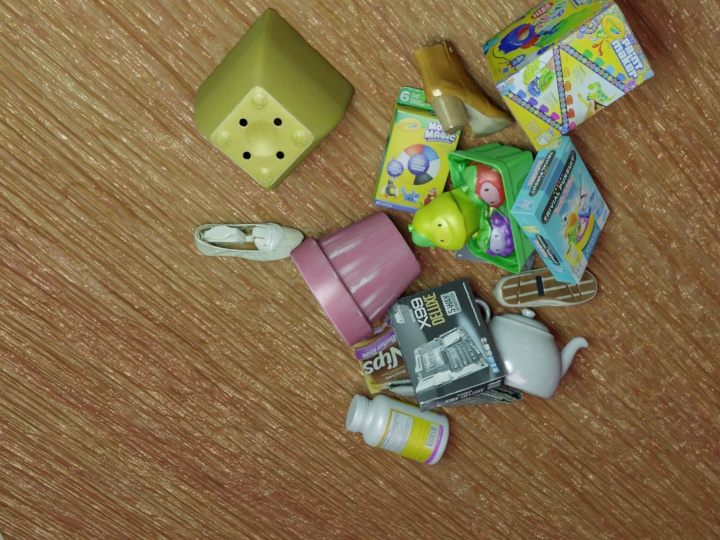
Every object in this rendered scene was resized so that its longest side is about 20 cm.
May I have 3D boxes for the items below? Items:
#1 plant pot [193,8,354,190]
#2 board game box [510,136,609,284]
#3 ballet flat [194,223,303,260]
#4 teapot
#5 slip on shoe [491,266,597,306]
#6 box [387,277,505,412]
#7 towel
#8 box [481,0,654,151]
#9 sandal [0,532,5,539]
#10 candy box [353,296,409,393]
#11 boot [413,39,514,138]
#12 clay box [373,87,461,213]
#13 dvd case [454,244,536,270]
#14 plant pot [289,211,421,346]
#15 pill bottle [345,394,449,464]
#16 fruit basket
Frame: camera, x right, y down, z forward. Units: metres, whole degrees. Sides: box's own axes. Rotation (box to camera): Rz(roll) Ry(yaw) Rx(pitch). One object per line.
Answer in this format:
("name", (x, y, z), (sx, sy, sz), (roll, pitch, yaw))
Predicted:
("plant pot", (-0.142, -0.243, 1.255), (0.195, 0.201, 0.194), (40, 114, -20))
("board game box", (0.334, -0.097, 1.341), (0.046, 0.153, 0.200), (10, 154, 43))
("ballet flat", (-0.200, -0.054, 1.441), (0.196, 0.069, 0.063), (-3, 157, 3))
("teapot", (0.288, 0.142, 1.515), (0.199, 0.195, 0.149), (23, 83, -47))
("slip on shoe", (0.337, 0.033, 1.501), (0.196, 0.061, 0.078), (-8, 89, -13))
("box", (0.148, 0.129, 1.434), (0.155, 0.203, 0.050), (-16, 151, -2))
("towel", (0.182, 0.235, 1.548), (0.198, 0.035, 0.191), (-14, 152, 43))
("box", (0.298, -0.313, 1.206), (0.191, 0.201, 0.122), (-32, 115, 18))
("sandal", (-0.886, 0.594, 1.847), (0.076, 0.070, 0.215), (-11, 121, 7))
("candy box", (0.045, 0.134, 1.565), (0.115, 0.057, 0.202), (-15, 121, 9))
("boot", (0.167, -0.290, 1.290), (0.070, 0.199, 0.147), (-24, 80, 38))
("clay box", (0.097, -0.197, 1.368), (0.113, 0.048, 0.203), (10, 122, -6))
("dvd case", (0.260, -0.099, 1.444), (0.146, 0.016, 0.203), (9, 121, -4))
("plant pot", (0.000, 0.000, 1.413), (0.178, 0.200, 0.201), (-35, 117, 0))
("pill bottle", (0.073, 0.315, 1.645), (0.197, 0.105, 0.105), (20, 120, -10))
("fruit basket", (0.188, -0.092, 1.339), (0.212, 0.155, 0.220), (-13, 114, -31))
